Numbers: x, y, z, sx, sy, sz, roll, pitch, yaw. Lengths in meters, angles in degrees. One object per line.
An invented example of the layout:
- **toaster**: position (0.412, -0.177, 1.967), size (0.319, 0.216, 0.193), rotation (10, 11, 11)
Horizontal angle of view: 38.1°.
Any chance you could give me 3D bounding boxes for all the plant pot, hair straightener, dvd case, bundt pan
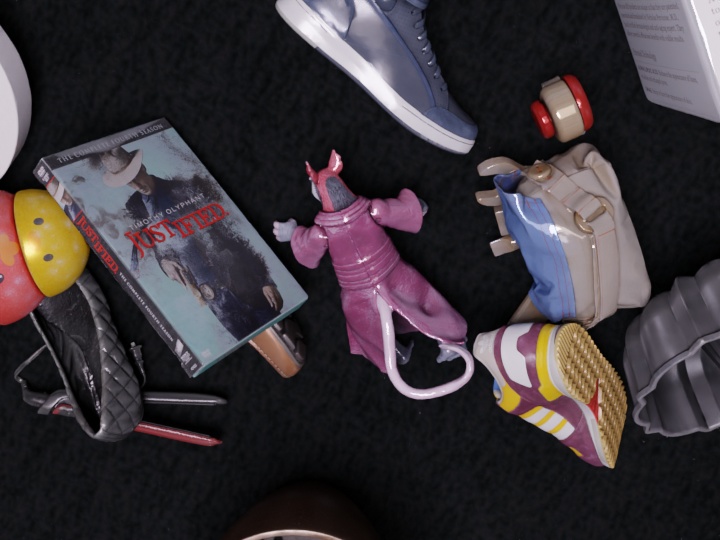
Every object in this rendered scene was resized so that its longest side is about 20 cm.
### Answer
- **plant pot**: position (-0.048, 0.260, 0.875), size (0.183, 0.200, 0.190), rotation (0, 103, 1)
- **hair straightener**: position (-0.214, 0.103, 0.935), size (0.197, 0.041, 0.078), rotation (10, 82, 4)
- **dvd case**: position (-0.146, -0.026, 0.829), size (0.201, 0.146, 0.022), rotation (50, 127, 6)
- **bundt pan**: position (0.301, 0.053, 0.851), size (0.199, 0.202, 0.077), rotation (-23, 57, 5)

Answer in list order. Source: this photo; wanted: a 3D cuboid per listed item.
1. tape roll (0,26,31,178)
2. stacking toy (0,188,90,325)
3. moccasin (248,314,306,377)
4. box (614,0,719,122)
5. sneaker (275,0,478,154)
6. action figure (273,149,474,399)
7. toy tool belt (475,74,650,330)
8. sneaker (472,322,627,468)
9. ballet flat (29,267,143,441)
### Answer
- **tape roll**: position (-0.367, -0.144, 0.842), size (0.199, 0.037, 0.205), rotation (2, 125, 3)
- **stacking toy**: position (-0.272, -0.022, 0.841), size (0.197, 0.146, 0.148), rotation (-19, 101, -3)
- **moccasin**: position (-0.131, 0.022, 0.891), size (0.201, 0.074, 0.078), rotation (39, 102, -6)
- **box**: position (0.309, -0.215, 0.774), size (0.196, 0.200, 0.132), rotation (-22, 103, 5)
- **sneaker**: position (0.054, -0.197, 0.824), size (0.201, 0.077, 0.146), rotation (37, 106, -23)
- **action figure**: position (0.000, 0.000, 0.856), size (0.132, 0.149, 0.202), rotation (-24, 114, 11)
- **toy tool belt**: position (0.150, -0.043, 0.848), size (0.121, 0.125, 0.202), rotation (-23, 112, 5)
- **sneaker**: position (0.165, 0.103, 0.888), size (0.089, 0.076, 0.201), rotation (1, 145, 32)
- **ballet flat**: position (-0.245, 0.052, 0.892), size (0.066, 0.057, 0.202), rotation (-33, 80, 11)
